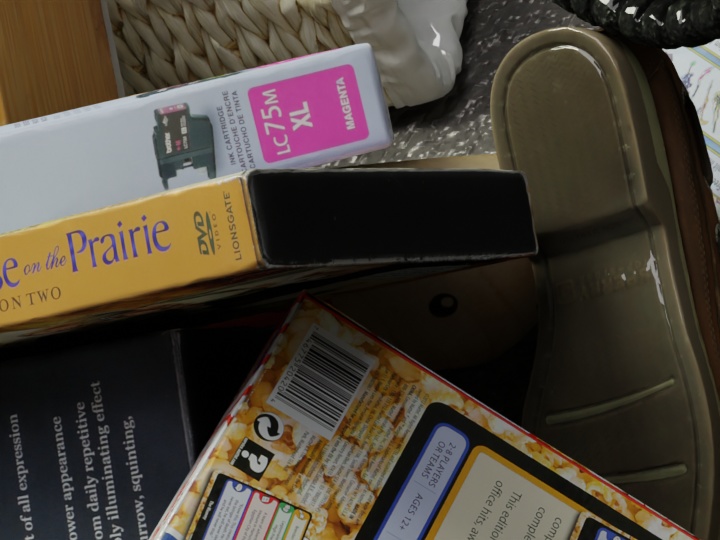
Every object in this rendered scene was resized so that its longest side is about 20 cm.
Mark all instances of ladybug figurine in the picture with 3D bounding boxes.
[{"bbox_3d":[0.000,0.000,0.861,0.135,0.072,0.200,-6,1,-29],"label":"ladybug figurine"}]

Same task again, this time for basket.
[{"bbox_3d":[-0.056,-0.184,1.020,0.160,0.198,0.200,-14,41,24],"label":"basket"}]

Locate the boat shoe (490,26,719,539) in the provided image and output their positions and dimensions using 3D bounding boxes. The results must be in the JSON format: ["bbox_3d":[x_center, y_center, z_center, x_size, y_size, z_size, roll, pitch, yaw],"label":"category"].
[{"bbox_3d":[0.093,0.021,0.762,0.072,0.068,0.201,-4,89,36],"label":"boat shoe"}]

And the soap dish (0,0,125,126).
[{"bbox_3d":[-0.165,-0.033,0.951,0.157,0.201,0.081,-8,5,29],"label":"soap dish"}]

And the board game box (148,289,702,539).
[{"bbox_3d":[0.029,0.122,0.661,0.152,0.200,0.046,-59,2,-29],"label":"board game box"}]

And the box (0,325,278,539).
[{"bbox_3d":[-0.105,0.106,0.777,0.200,0.107,0.149,-11,85,26],"label":"box"}]

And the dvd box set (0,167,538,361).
[{"bbox_3d":[-0.067,0.002,0.728,0.200,0.146,0.029,-12,85,33],"label":"dvd box set"}]

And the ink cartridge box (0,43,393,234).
[{"bbox_3d":[-0.095,-0.035,0.807,0.199,0.042,0.119,-17,5,-7],"label":"ink cartridge box"}]

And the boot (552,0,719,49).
[{"bbox_3d":[0.163,-0.114,0.722,0.158,0.080,0.211,-11,7,-39],"label":"boot"}]

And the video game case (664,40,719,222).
[{"bbox_3d":[0.178,-0.049,0.817,0.181,0.045,0.200,-46,39,1],"label":"video game case"}]
